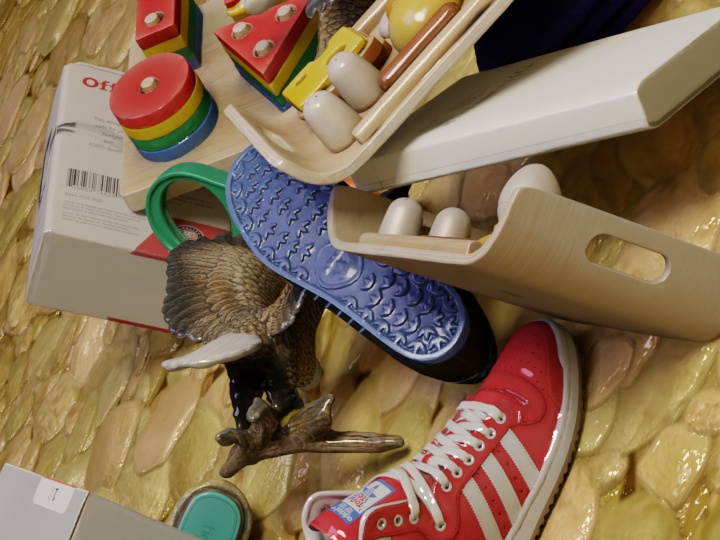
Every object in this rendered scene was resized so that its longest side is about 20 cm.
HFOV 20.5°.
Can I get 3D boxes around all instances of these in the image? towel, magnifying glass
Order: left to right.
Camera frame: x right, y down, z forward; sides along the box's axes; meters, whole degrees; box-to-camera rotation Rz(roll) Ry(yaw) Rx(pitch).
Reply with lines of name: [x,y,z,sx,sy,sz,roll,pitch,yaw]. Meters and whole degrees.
magnifying glass: [-0.072,-0.045,1.419,0.199,0.080,0.022,-5,28,37]
towel: [0.122,-0.188,1.242,0.148,0.049,0.201,-53,26,29]

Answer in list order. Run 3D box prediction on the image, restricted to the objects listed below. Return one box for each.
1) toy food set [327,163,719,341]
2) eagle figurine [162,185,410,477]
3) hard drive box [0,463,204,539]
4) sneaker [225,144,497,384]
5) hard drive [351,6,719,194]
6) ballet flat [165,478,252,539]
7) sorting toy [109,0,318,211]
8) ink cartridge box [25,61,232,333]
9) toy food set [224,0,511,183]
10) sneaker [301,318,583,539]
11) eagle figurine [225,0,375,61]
toy food set: [0.087,-0.016,1.027,0.200,0.142,0.061,9,82,64]
eagle figurine: [-0.050,0.029,1.267,0.151,0.150,0.202,117,159,-59]
hard drive box: [-0.114,0.191,1.164,0.155,0.199,0.077,3,69,62]
sneaker: [0.000,0.000,1.169,0.070,0.078,0.200,-47,59,0]
hard drive: [0.103,-0.093,1.077,0.199,0.027,0.132,-12,18,43]
ballet flat: [-0.127,0.231,1.323,0.201,0.070,0.071,-65,25,-1]
sorting toy: [-0.100,-0.166,1.511,0.198,0.070,0.200,-19,42,15]
ink cartridge box: [-0.178,-0.057,1.565,0.201,0.145,0.083,-92,19,-46]
toy food set: [0.008,-0.143,1.109,0.200,0.060,0.144,-47,22,1]
sneaker: [0.041,0.105,1.047,0.071,0.112,0.202,-2,65,61]
eagle figurine: [-0.023,-0.205,1.383,0.151,0.151,0.200,-54,48,17]
